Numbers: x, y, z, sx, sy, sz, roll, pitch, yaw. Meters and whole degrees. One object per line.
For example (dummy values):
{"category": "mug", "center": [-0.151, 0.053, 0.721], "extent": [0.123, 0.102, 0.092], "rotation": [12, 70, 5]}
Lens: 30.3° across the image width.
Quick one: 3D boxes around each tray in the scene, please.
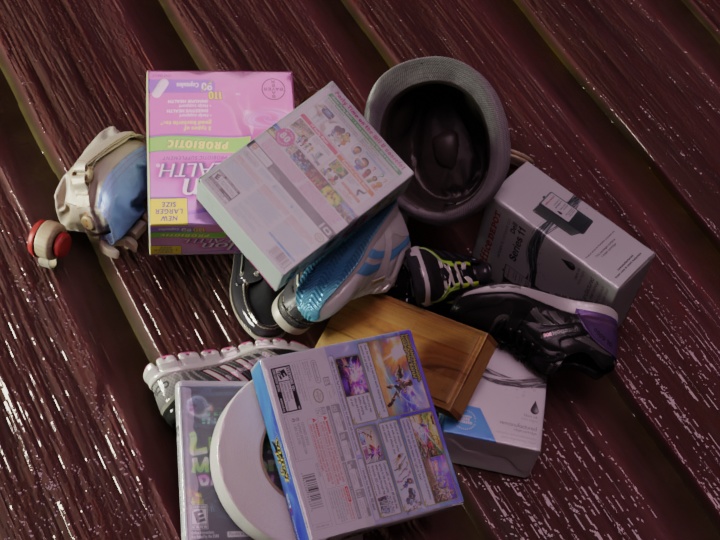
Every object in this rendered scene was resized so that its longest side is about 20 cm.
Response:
{"category": "tray", "center": [0.048, 0.090, 1.532], "extent": [0.199, 0.037, 0.099], "rotation": [20, 76, 33]}

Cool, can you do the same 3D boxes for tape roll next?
{"category": "tape roll", "center": [-0.062, 0.203, 1.431], "extent": [0.201, 0.037, 0.204], "rotation": [8, 65, -18]}

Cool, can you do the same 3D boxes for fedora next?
{"category": "fedora", "center": [0.097, -0.158, 1.605], "extent": [0.176, 0.090, 0.201], "rotation": [-15, 97, 16]}

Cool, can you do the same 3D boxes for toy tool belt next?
{"category": "toy tool belt", "center": [-0.302, -0.079, 1.617], "extent": [0.122, 0.125, 0.201], "rotation": [18, 54, 16]}

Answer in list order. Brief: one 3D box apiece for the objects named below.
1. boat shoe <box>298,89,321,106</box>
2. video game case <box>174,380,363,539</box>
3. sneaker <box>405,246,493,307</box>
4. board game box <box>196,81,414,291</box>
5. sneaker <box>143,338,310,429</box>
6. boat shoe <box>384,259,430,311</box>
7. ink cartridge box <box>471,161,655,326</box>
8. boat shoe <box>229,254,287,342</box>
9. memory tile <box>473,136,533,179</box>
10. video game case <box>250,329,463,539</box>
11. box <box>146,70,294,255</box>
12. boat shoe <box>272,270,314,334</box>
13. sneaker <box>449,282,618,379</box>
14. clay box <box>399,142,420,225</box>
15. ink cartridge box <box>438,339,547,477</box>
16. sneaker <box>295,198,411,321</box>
{"category": "boat shoe", "center": [-0.020, -0.129, 1.626], "extent": [0.072, 0.068, 0.201], "rotation": [-28, 89, 1]}
{"category": "video game case", "center": [-0.100, 0.210, 1.447], "extent": [0.199, 0.023, 0.183], "rotation": [2, 68, -20]}
{"category": "sneaker", "center": [0.112, 0.000, 1.579], "extent": [0.082, 0.200, 0.072], "rotation": [-15, 85, 17]}
{"category": "board game box", "center": [-0.062, -0.096, 1.497], "extent": [0.200, 0.064, 0.148], "rotation": [-38, 80, -19]}
{"category": "sneaker", "center": [-0.143, 0.135, 1.516], "extent": [0.199, 0.074, 0.088], "rotation": [-8, 65, -18]}
{"category": "boat shoe", "center": [0.049, 0.055, 1.607], "extent": [0.073, 0.063, 0.202], "rotation": [-1, 56, -12]}
{"category": "ink cartridge box", "center": [0.242, -0.015, 1.633], "extent": [0.200, 0.147, 0.083], "rotation": [39, 58, 21]}
{"category": "boat shoe", "center": [-0.123, -0.008, 1.626], "extent": [0.072, 0.063, 0.201], "rotation": [-1, 55, -12]}
{"category": "memory tile", "center": [0.128, -0.151, 1.720], "extent": [0.199, 0.153, 0.017], "rotation": [20, 81, 9]}
{"category": "video game case", "center": [-0.004, 0.177, 1.418], "extent": [0.180, 0.045, 0.201], "rotation": [-10, 73, -24]}
{"category": "box", "center": [-0.165, -0.128, 1.577], "extent": [0.175, 0.097, 0.201], "rotation": [0, 71, -9]}
{"category": "boat shoe", "center": [-0.041, -0.003, 1.603], "extent": [0.073, 0.063, 0.200], "rotation": [39, 40, -8]}
{"category": "sneaker", "center": [0.201, 0.074, 1.526], "extent": [0.199, 0.076, 0.088], "rotation": [8, 58, -4]}
{"category": "clay box", "center": [-0.025, -0.129, 1.697], "extent": [0.199, 0.116, 0.048], "rotation": [14, 15, 2]}
{"category": "ink cartridge box", "center": [0.157, 0.131, 1.563], "extent": [0.115, 0.067, 0.201], "rotation": [11, 53, 0]}
{"category": "sneaker", "center": [0.000, 0.000, 1.524], "extent": [0.076, 0.081, 0.200], "rotation": [-1, 35, 39]}
